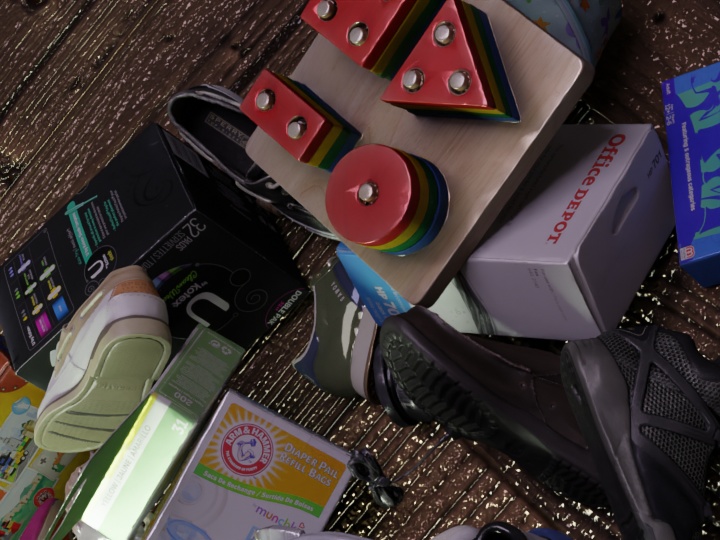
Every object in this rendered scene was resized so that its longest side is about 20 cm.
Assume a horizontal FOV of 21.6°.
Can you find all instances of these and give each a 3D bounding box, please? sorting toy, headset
[{"bbox_3d":[0.022,-0.113,1.286,0.199,0.070,0.200,43,105,32],"label":"sorting toy"},{"bbox_3d":[0.055,0.078,1.354,0.123,0.094,0.200,8,61,40],"label":"headset"}]

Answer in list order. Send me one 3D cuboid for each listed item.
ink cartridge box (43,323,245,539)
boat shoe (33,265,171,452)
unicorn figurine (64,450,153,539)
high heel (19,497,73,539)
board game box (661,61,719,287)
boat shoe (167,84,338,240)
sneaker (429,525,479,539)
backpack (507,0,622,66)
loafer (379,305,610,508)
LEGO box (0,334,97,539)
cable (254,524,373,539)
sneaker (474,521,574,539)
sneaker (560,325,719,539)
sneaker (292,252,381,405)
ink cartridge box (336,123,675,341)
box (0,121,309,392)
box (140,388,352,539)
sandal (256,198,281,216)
[{"bbox_3d":[-0.163,0.143,1.356,0.146,0.048,0.200,-59,0,33],"label":"ink cartridge box"},{"bbox_3d":[-0.194,0.071,1.427,0.200,0.075,0.068,-47,42,45],"label":"boat shoe"},{"bbox_3d":[-0.190,0.224,1.477,0.137,0.074,0.200,8,70,35],"label":"unicorn figurine"},{"bbox_3d":[-0.299,0.277,1.533,0.096,0.067,0.200,9,76,29],"label":"high heel"},{"bbox_3d":[0.308,-0.088,1.280,0.200,0.045,0.152,-18,57,28],"label":"board game box"},{"bbox_3d":[-0.065,-0.081,1.490,0.200,0.064,0.071,29,99,8],"label":"boat shoe"},{"bbox_3d":[0.006,0.237,1.327,0.200,0.075,0.081,-40,40,13],"label":"sneaker"},{"bbox_3d":[0.086,-0.195,1.409,0.200,0.178,0.151,0,48,33],"label":"backpack"},{"bbox_3d":[0.103,0.083,1.284,0.071,0.200,0.073,-57,6,-27],"label":"loafer"},{"bbox_3d":[-0.311,0.163,1.550,0.200,0.149,0.077,-54,47,1],"label":"LEGO box"},{"bbox_3d":[-0.003,0.265,1.215,0.200,0.069,0.200,-9,102,41],"label":"cable"},{"bbox_3d":[0.102,0.247,1.215,0.081,0.115,0.200,-26,54,25],"label":"sneaker"},{"bbox_3d":[0.213,0.126,1.217,0.114,0.076,0.200,-16,75,-7],"label":"sneaker"},{"bbox_3d":[0.000,0.000,1.450,0.090,0.067,0.200,6,77,36],"label":"sneaker"},{"bbox_3d":[0.107,-0.030,1.345,0.200,0.086,0.146,5,45,37],"label":"ink cartridge box"},{"bbox_3d":[-0.173,0.012,1.521,0.200,0.149,0.124,-42,43,13],"label":"box"},{"bbox_3d":[-0.097,0.197,1.372,0.200,0.112,0.101,-61,3,-6],"label":"box"},{"bbox_3d":[-0.006,-0.132,1.544,0.070,0.078,0.212,28,93,11],"label":"sandal"}]
